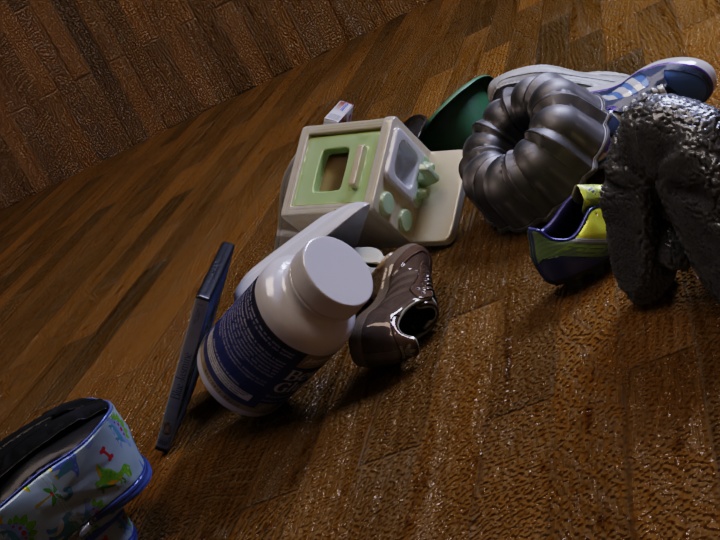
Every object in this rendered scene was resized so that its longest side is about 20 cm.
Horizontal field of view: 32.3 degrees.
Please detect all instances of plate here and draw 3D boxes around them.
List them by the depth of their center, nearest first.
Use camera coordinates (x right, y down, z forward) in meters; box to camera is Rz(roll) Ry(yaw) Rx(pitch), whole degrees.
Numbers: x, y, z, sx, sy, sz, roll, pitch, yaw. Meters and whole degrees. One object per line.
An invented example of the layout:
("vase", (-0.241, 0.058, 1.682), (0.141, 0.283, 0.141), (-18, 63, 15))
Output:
("plate", (-0.082, 0.001, 1.501), (0.199, 0.032, 0.200), (-37, -11, -17))

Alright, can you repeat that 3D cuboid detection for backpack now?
("backpack", (-0.294, 0.221, 1.172), (0.200, 0.147, 0.183), (-40, 19, -22))

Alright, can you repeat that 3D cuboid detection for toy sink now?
("toy sink", (0.018, -0.109, 1.549), (0.199, 0.112, 0.131), (0, 67, 33))

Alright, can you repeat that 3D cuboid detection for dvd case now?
("dvd case", (-0.183, 0.083, 1.377), (0.017, 0.201, 0.143), (17, 26, -2))

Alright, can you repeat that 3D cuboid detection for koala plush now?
("koala plush", (0.326, -0.085, 1.080), (0.199, 0.185, 0.177), (-23, 14, -27))

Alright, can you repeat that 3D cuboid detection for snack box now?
("snack box", (-0.044, -0.134, 1.758), (0.024, 0.201, 0.072), (16, 31, 10))

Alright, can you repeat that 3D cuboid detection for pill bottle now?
("pill bottle", (-0.074, 0.055, 1.258), (0.200, 0.111, 0.111), (-46, 2, 40))

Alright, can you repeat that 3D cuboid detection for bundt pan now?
("bundt pan", (0.192, -0.148, 1.455), (0.202, 0.076, 0.203), (-38, 32, 29))

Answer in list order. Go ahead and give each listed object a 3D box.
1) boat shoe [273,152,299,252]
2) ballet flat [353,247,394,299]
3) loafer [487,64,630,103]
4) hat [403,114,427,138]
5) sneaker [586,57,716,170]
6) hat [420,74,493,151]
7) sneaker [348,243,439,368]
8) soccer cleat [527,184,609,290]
("boat shoe", (-0.077, -0.084, 1.695), (0.072, 0.201, 0.063), (14, 2, 1))
("ballet flat", (0.000, 0.000, 1.487), (0.070, 0.065, 0.200), (-40, 20, -28))
("loafer", (0.265, -0.224, 1.619), (0.199, 0.070, 0.070), (0, 41, 5))
("hat", (0.011, -0.145, 1.705), (0.201, 0.081, 0.201), (-58, 14, 23))
("sneaker", (0.321, -0.173, 1.484), (0.199, 0.081, 0.147), (-12, 34, 30))
("hat", (0.183, -0.157, 1.735), (0.166, 0.176, 0.200), (-48, -11, 13))
("sneaker", (0.055, 0.039, 1.319), (0.075, 0.071, 0.200), (-1, 34, 24))
("soccer cleat", (0.251, -0.060, 1.233), (0.200, 0.084, 0.065), (-33, 17, -16))
